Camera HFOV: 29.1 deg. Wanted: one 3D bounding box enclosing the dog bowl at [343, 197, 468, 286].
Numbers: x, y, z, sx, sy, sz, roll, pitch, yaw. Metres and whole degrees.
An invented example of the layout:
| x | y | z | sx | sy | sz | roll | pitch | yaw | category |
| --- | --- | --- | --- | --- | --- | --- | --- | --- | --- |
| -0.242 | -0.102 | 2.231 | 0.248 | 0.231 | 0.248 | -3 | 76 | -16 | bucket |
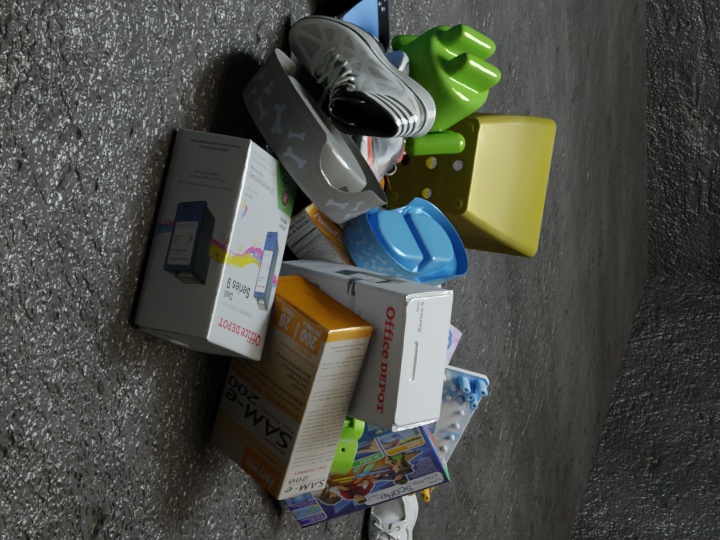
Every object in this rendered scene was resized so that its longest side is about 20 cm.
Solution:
| x | y | z | sx | sy | sz | roll | pitch | yaw | category |
| --- | --- | --- | --- | --- | --- | --- | --- | --- | --- |
| 0.052 | -0.030 | 1.650 | 0.199 | 0.049 | 0.112 | 3 | 56 | -55 | dog bowl |

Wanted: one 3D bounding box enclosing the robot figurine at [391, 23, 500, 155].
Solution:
| x | y | z | sx | sy | sz | roll | pitch | yaw | category |
| --- | --- | --- | --- | --- | --- | --- | --- | --- | --- |
| 0.081 | -0.229 | 1.744 | 0.115 | 0.199 | 0.177 | 17 | 54 | -42 | robot figurine |

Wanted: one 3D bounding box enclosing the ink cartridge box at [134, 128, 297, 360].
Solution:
| x | y | z | sx | sy | sz | roll | pitch | yaw | category |
| --- | --- | --- | --- | --- | --- | --- | --- | --- | --- |
| -0.140 | -0.021 | 1.383 | 0.145 | 0.087 | 0.202 | 36 | 66 | -68 | ink cartridge box |

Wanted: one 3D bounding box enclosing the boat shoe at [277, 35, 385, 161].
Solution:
| x | y | z | sx | sy | sz | roll | pitch | yaw | category |
| --- | --- | --- | --- | --- | --- | --- | --- | --- | --- |
| -0.017 | -0.179 | 1.600 | 0.200 | 0.066 | 0.075 | -54 | 156 | -16 | boat shoe |

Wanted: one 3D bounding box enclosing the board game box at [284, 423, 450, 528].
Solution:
| x | y | z | sx | sy | sz | roll | pitch | yaw | category |
| --- | --- | --- | --- | --- | --- | --- | --- | --- | --- |
| -0.003 | 0.239 | 1.686 | 0.136 | 0.198 | 0.035 | 64 | 11 | -45 | board game box |

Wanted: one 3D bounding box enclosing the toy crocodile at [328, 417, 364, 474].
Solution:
| x | y | z | sx | sy | sz | roll | pitch | yaw | category |
| --- | --- | --- | --- | --- | --- | --- | --- | --- | --- |
| -0.053 | 0.170 | 1.581 | 0.067 | 0.200 | 0.062 | 4 | 104 | -29 | toy crocodile |

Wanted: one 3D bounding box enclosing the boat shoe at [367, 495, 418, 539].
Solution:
| x | y | z | sx | sy | sz | roll | pitch | yaw | category |
| --- | --- | --- | --- | --- | --- | --- | --- | --- | --- |
| 0.045 | 0.390 | 2.072 | 0.069 | 0.070 | 0.202 | -59 | 152 | -49 | boat shoe |

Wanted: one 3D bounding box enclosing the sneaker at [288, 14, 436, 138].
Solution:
| x | y | z | sx | sy | sz | roll | pitch | yaw | category |
| --- | --- | --- | --- | --- | --- | --- | --- | --- | --- |
| -0.017 | -0.212 | 1.504 | 0.115 | 0.200 | 0.076 | -20 | 144 | -59 | sneaker |

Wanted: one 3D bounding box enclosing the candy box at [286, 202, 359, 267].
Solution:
| x | y | z | sx | sy | sz | roll | pitch | yaw | category |
| --- | --- | --- | --- | --- | --- | --- | --- | --- | --- |
| 0.000 | 0.000 | 1.649 | 0.201 | 0.055 | 0.115 | 52 | 30 | -2 | candy box |

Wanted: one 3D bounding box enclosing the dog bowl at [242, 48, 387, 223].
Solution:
| x | y | z | sx | sy | sz | roll | pitch | yaw | category |
| --- | --- | --- | --- | --- | --- | --- | --- | --- | --- |
| -0.052 | -0.137 | 1.468 | 0.201 | 0.058 | 0.200 | 53 | 7 | -10 | dog bowl |

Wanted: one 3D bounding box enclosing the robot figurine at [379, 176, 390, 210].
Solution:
| x | y | z | sx | sy | sz | roll | pitch | yaw | category |
| --- | --- | --- | --- | --- | --- | --- | --- | --- | --- |
| 0.003 | -0.076 | 1.771 | 0.145 | 0.058 | 0.201 | -60 | 145 | -43 | robot figurine |

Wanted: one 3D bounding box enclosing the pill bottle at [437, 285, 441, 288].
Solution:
| x | y | z | sx | sy | sz | roll | pitch | yaw | category |
| --- | --- | --- | --- | --- | --- | --- | --- | --- | --- |
| 0.028 | 0.080 | 1.843 | 0.112 | 0.110 | 0.201 | 78 | 28 | -44 | pill bottle |

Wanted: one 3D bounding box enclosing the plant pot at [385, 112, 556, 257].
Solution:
| x | y | z | sx | sy | sz | roll | pitch | yaw | category |
| --- | --- | --- | --- | --- | --- | --- | --- | --- | --- |
| 0.141 | -0.138 | 1.968 | 0.176 | 0.198 | 0.202 | 11 | 88 | -59 | plant pot |

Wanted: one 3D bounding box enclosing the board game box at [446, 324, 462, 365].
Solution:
| x | y | z | sx | sy | sz | roll | pitch | yaw | category |
| --- | --- | --- | --- | --- | --- | --- | --- | --- | --- |
| 0.043 | 0.188 | 1.874 | 0.200 | 0.041 | 0.200 | -49 | -172 | 45 | board game box |

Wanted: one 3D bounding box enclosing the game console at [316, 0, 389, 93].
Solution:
| x | y | z | sx | sy | sz | roll | pitch | yaw | category |
| --- | --- | --- | --- | --- | --- | --- | --- | --- | --- |
| 0.036 | -0.315 | 1.696 | 0.200 | 0.115 | 0.178 | -51 | 144 | -53 | game console |

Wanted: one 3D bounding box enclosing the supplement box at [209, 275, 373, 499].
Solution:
| x | y | z | sx | sy | sz | roll | pitch | yaw | category |
| --- | --- | --- | --- | --- | --- | --- | --- | --- | --- |
| -0.076 | 0.123 | 1.475 | 0.073 | 0.126 | 0.202 | -5 | 118 | -46 | supplement box |

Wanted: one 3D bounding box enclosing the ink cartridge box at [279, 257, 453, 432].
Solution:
| x | y | z | sx | sy | sz | roll | pitch | yaw | category |
| --- | --- | --- | --- | --- | --- | --- | --- | --- | --- |
| -0.004 | 0.077 | 1.512 | 0.084 | 0.199 | 0.147 | -5 | 104 | -47 | ink cartridge box |

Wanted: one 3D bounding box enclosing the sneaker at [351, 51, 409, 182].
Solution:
| x | y | z | sx | sy | sz | roll | pitch | yaw | category |
| --- | --- | --- | --- | --- | --- | --- | --- | --- | --- |
| 0.020 | -0.167 | 1.670 | 0.082 | 0.077 | 0.202 | 35 | 70 | -38 | sneaker |

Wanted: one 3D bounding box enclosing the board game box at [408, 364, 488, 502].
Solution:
| x | y | z | sx | sy | sz | roll | pitch | yaw | category |
| --- | --- | --- | --- | --- | --- | --- | --- | --- | --- |
| 0.033 | 0.190 | 1.708 | 0.026 | 0.198 | 0.201 | -97 | -153 | -55 | board game box |
